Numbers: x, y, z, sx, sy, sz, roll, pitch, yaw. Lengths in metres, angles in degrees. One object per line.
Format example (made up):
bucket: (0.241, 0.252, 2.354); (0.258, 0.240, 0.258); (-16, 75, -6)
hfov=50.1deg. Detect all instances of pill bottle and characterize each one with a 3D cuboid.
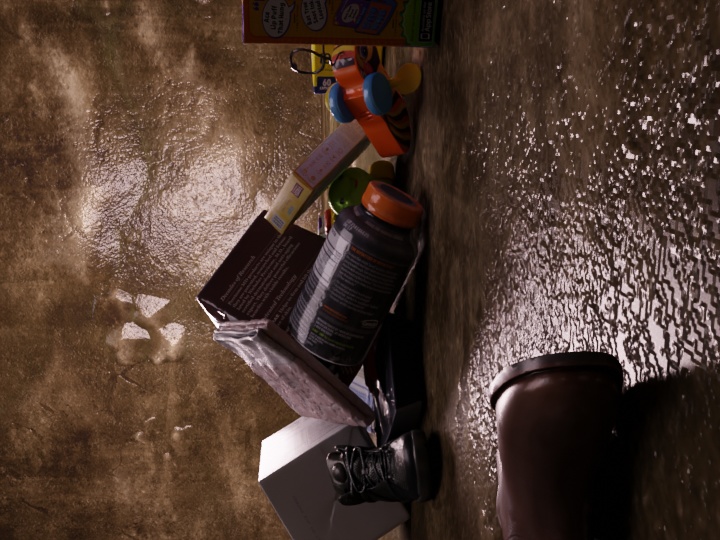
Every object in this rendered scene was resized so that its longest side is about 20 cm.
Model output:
pill bottle: (0.000, 0.000, 0.894); (0.202, 0.105, 0.107); (-63, 16, 18)

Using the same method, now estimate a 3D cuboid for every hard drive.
hard drive: (0.043, 0.149, 0.979); (0.201, 0.041, 0.137); (100, 168, -63)

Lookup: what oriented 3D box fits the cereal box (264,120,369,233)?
cereal box: (-0.037, -0.148, 1.023); (0.200, 0.039, 0.144); (-50, 2, -29)

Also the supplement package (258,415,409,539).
supplement package: (-0.042, 0.291, 1.089); (0.153, 0.149, 0.200); (60, 176, -5)

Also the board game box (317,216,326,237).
board game box: (-0.025, 0.012, 1.321); (0.202, 0.103, 0.104); (98, 170, -52)

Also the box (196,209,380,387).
box: (-0.087, 0.054, 1.090); (0.165, 0.198, 0.167); (-55, -29, -21)

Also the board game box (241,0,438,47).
board game box: (-0.025, -0.361, 0.805); (0.201, 0.195, 0.203); (-101, 13, -59)

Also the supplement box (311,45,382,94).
supplement box: (-0.020, -0.387, 1.184); (0.111, 0.106, 0.203); (-98, 9, -50)

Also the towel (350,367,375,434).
towel: (-0.029, 0.180, 1.334); (0.024, 0.145, 0.203); (-36, -42, -45)

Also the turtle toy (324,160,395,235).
turtle toy: (0.000, -0.078, 1.075); (0.201, 0.099, 0.149); (104, 164, -68)

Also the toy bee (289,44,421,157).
toy bee: (0.009, -0.228, 0.891); (0.201, 0.128, 0.111); (65, -146, -61)

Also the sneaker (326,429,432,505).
sneaker: (0.022, 0.231, 0.883); (0.200, 0.112, 0.078); (111, 156, -69)

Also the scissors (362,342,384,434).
scissors: (0.018, 0.152, 0.973); (0.202, 0.014, 0.074); (-100, 13, -53)

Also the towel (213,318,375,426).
towel: (-0.093, 0.134, 0.994); (0.032, 0.191, 0.199); (-53, 19, -21)

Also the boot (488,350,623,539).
boot: (0.099, 0.158, 0.345); (0.187, 0.063, 0.203); (74, -168, -58)
